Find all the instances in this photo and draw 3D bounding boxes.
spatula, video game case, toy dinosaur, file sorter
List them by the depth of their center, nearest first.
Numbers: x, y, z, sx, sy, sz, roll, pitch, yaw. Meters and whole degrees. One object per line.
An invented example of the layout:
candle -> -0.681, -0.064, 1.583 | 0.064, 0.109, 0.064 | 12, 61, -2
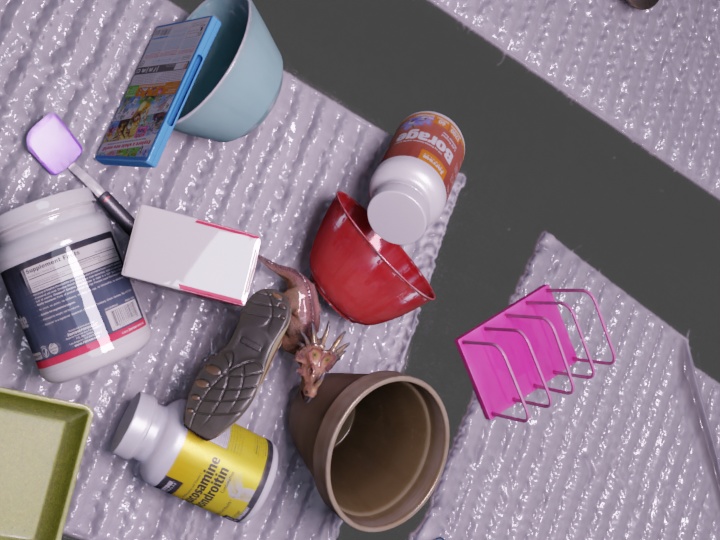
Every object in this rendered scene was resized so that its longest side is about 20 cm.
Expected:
video game case -> -0.258, -0.226, 0.994 | 0.018, 0.141, 0.204 | 32, 75, -42
spatula -> -0.346, -0.109, 1.012 | 0.057, 0.020, 0.201 | -46, 106, -20
toy dinosaur -> -0.078, 0.064, 1.061 | 0.084, 0.135, 0.205 | -17, 94, -23
file sorter -> 0.277, 0.128, 1.222 | 0.197, 0.125, 0.142 | -27, 99, -22

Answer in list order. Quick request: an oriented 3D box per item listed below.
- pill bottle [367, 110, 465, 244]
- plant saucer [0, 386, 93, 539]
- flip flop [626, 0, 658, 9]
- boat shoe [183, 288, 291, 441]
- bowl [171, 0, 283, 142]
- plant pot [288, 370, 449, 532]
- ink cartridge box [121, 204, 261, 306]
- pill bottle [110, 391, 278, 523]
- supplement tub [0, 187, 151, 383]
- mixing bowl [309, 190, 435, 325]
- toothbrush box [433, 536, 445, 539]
pill bottle -> 0.077, -0.131, 1.108 | 0.112, 0.111, 0.202 | 43, 41, -16
plant saucer -> -0.444, 0.241, 0.938 | 0.196, 0.048, 0.205 | 17, 81, -22
flip flop -> 0.511, -0.528, 1.394 | 0.200, 0.057, 0.082 | -48, 136, -33
boat shoe -> -0.146, 0.122, 0.984 | 0.075, 0.074, 0.202 | 30, 71, 8
bowl -> -0.175, -0.249, 1.018 | 0.104, 0.198, 0.205 | 32, 75, -40
plant pot -> -0.006, 0.218, 1.052 | 0.196, 0.172, 0.205 | -7, 103, -33
ink cartridge box -> -0.202, -0.012, 0.962 | 0.141, 0.200, 0.086 | 15, 85, -9
pill bottle -> -0.212, 0.236, 1.006 | 0.198, 0.112, 0.114 | 30, 76, -19
supplement tub -> -0.347, 0.018, 0.941 | 0.138, 0.140, 0.204 | -22, 96, -23
mixing bowl -> 0.000, 0.000, 1.088 | 0.108, 0.201, 0.200 | -42, 106, 11
toothbrush box -> 0.072, 0.504, 1.134 | 0.196, 0.085, 0.150 | -18, 95, -24
